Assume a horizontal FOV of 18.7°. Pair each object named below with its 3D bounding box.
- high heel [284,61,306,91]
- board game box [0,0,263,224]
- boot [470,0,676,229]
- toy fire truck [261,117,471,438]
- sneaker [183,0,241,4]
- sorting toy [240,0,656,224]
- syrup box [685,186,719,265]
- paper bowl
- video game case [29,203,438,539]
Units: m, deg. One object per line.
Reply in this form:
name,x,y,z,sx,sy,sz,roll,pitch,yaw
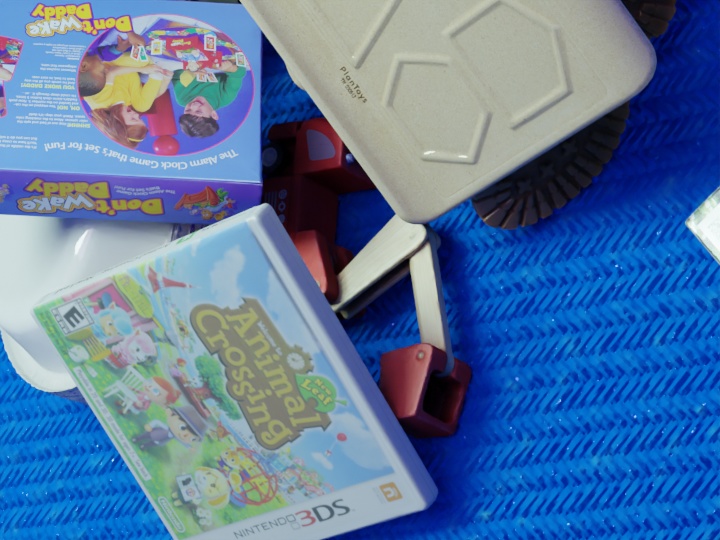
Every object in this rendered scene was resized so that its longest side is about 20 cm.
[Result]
high heel,-0.034,-0.211,1.310,0.096,0.067,0.201,-46,49,42
board game box,-0.157,-0.098,1.295,0.198,0.045,0.135,3,56,-6
boot,0.112,-0.124,1.277,0.201,0.075,0.107,-62,33,9
toy fire truck,0.000,0.000,1.316,0.140,0.049,0.202,-6,70,33
sneaker,-0.139,-0.163,1.383,0.106,0.075,0.200,3,31,46
sorting toy,0.045,-0.139,1.192,0.200,0.036,0.186,-32,97,43
syrup box,0.273,-0.060,1.126,0.200,0.081,0.079,-46,56,13
paper bowl,-0.165,-0.018,1.376,0.200,0.104,0.202,-23,59,44
video game case,-0.075,0.076,1.269,0.181,0.022,0.201,-21,108,33
